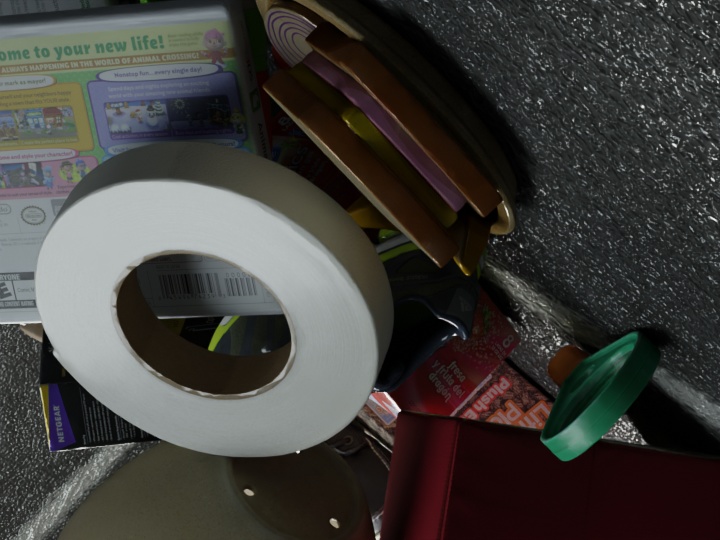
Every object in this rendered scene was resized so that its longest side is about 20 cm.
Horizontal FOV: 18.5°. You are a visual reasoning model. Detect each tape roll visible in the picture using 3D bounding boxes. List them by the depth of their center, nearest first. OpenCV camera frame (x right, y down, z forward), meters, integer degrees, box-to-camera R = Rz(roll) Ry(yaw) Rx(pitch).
[{"bbox_3d":[-0.082,0.020,1.219,0.203,0.037,0.203,9,131,11],"label":"tape roll"}]

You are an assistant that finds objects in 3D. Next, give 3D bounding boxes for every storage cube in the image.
[{"bbox_3d":[0.107,0.184,1.316,0.171,0.180,0.200,9,176,-10],"label":"storage cube"}]

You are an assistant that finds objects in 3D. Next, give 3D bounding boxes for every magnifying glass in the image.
[{"bbox_3d":[0.126,0.063,1.238,0.022,0.080,0.200,41,-178,-2],"label":"magnifying glass"}]

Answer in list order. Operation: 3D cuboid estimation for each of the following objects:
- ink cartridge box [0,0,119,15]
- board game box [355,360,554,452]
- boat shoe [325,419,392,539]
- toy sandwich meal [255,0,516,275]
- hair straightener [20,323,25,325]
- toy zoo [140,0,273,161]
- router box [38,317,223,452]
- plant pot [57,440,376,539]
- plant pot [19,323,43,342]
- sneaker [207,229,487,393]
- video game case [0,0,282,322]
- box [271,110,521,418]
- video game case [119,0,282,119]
[{"bbox_3d":[-0.239,-0.115,1.355,0.047,0.200,0.198,53,-156,-80],"label":"ink cartridge box"},{"bbox_3d":[0.070,0.113,1.619,0.200,0.097,0.159,41,171,20],"label":"board game box"},{"bbox_3d":[-0.023,0.137,1.602,0.065,0.072,0.200,43,179,-30],"label":"boat shoe"},{"bbox_3d":[0.003,-0.069,1.142,0.205,0.070,0.205,43,171,8],"label":"toy sandwich meal"},{"bbox_3d":[-0.161,-0.016,1.478,0.077,0.200,0.041,15,125,36],"label":"hair straightener"},{"bbox_3d":[-0.090,-0.083,1.306,0.131,0.020,0.200,32,131,53],"label":"toy zoo"},{"bbox_3d":[-0.129,0.042,1.464,0.200,0.157,0.052,-100,5,-64],"label":"router box"},{"bbox_3d":[-0.068,0.167,1.322,0.200,0.200,0.134,42,128,11],"label":"plant pot"},{"bbox_3d":[-0.179,-0.015,1.706,0.200,0.175,0.200,22,180,0],"label":"plant pot"},{"bbox_3d":[-0.013,0.039,1.291,0.074,0.200,0.081,41,-149,-32],"label":"sneaker"},{"bbox_3d":[-0.146,-0.059,1.257,0.022,0.200,0.182,-51,-45,-60],"label":"video game case"},{"bbox_3d":[0.000,0.000,1.400,0.100,0.095,0.200,32,165,53],"label":"box"},{"bbox_3d":[-0.159,-0.093,1.401,0.200,0.182,0.022,44,170,-2],"label":"video game case"}]
